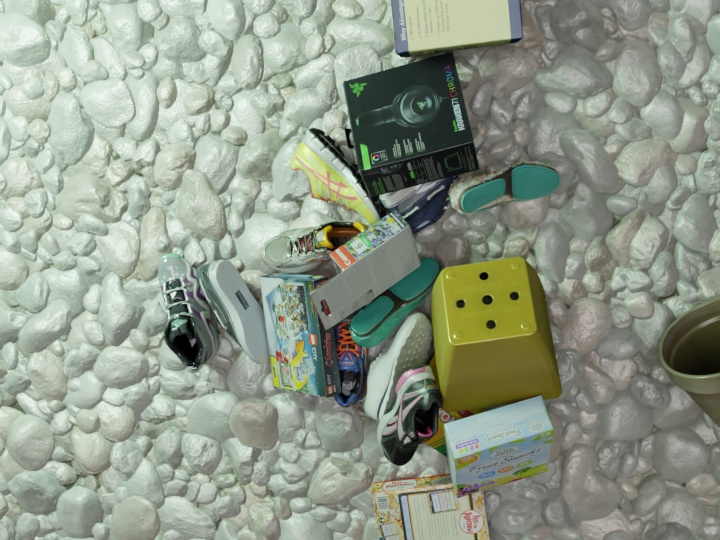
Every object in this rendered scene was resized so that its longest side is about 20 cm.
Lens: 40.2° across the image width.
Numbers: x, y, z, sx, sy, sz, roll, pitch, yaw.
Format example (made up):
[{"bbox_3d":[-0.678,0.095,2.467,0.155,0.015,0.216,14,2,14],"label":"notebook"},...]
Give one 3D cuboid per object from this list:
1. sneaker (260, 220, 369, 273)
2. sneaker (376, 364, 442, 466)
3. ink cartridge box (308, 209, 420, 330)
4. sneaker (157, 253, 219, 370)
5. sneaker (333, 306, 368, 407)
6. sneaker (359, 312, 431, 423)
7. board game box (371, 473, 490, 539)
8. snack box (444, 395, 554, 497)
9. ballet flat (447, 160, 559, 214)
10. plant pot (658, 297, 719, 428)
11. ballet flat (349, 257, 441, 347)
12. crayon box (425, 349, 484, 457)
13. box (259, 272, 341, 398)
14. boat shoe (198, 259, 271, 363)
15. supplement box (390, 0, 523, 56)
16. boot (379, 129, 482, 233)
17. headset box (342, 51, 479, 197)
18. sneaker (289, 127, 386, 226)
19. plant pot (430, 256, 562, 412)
[{"bbox_3d":[-0.073,-0.050,1.652,0.197,0.082,0.079,-12,73,5],"label":"sneaker"},{"bbox_3d":[0.084,0.256,1.613,0.079,0.087,0.202,-7,130,-22],"label":"sneaker"},{"bbox_3d":[0.000,0.000,1.613,0.199,0.109,0.050,-34,51,-11],"label":"ink cartridge box"},{"bbox_3d":[-0.304,0.073,1.674,0.077,0.140,0.202,-22,98,9],"label":"sneaker"},{"bbox_3d":[-0.017,0.143,1.691,0.074,0.078,0.203,-1,100,5],"label":"sneaker"},{"bbox_3d":[0.055,0.160,1.670,0.076,0.080,0.202,16,100,-43],"label":"sneaker"},{"bbox_3d":[0.128,0.446,1.747,0.197,0.046,0.154,-7,99,7],"label":"board game box"},{"bbox_3d":[0.226,0.295,1.624,0.166,0.201,0.068,-16,57,-2],"label":"snack box"},{"bbox_3d":[0.231,-0.144,1.614,0.198,0.064,0.077,-12,116,-20],"label":"ballet flat"},{"bbox_3d":[0.608,0.169,1.591,0.198,0.200,0.175,-28,112,10],"label":"plant pot"},{"bbox_3d":[0.059,0.057,1.669,0.200,0.071,0.067,-41,61,-17],"label":"ballet flat"},{"bbox_3d":[0.158,0.207,1.700,0.126,0.051,0.201,32,101,0],"label":"crayon box"},{"bbox_3d":[-0.103,0.108,1.677,0.135,0.037,0.203,3,104,43],"label":"box"},{"bbox_3d":[-0.220,0.075,1.708,0.067,0.072,0.201,-10,117,41],"label":"boat shoe"},{"bbox_3d":[0.144,-0.448,1.540,0.197,0.134,0.203,-5,99,6],"label":"supplement box"},{"bbox_3d":[0.132,-0.146,1.639,0.199,0.073,0.091,-34,118,7],"label":"boot"},{"bbox_3d":[0.074,-0.231,1.570,0.197,0.093,0.176,-13,65,9],"label":"headset box"},{"bbox_3d":[-0.038,-0.141,1.651,0.090,0.078,0.200,-44,88,19],"label":"sneaker"},{"bbox_3d":[0.208,0.089,1.565,0.197,0.177,0.202,-8,60,7],"label":"plant pot"}]
